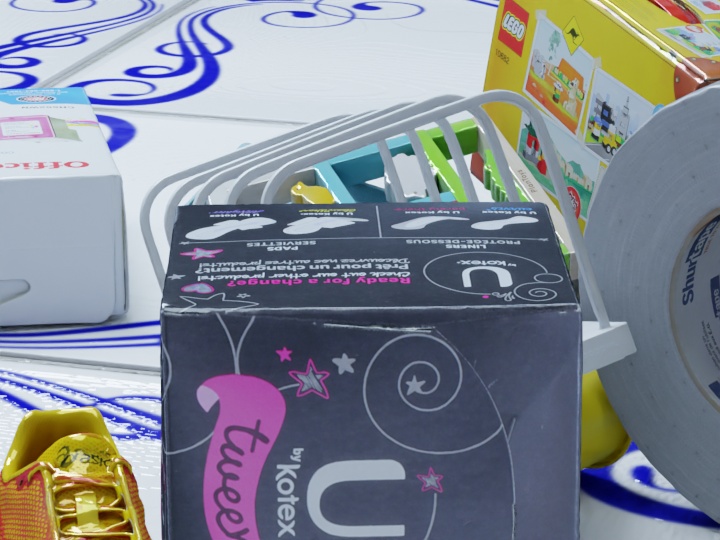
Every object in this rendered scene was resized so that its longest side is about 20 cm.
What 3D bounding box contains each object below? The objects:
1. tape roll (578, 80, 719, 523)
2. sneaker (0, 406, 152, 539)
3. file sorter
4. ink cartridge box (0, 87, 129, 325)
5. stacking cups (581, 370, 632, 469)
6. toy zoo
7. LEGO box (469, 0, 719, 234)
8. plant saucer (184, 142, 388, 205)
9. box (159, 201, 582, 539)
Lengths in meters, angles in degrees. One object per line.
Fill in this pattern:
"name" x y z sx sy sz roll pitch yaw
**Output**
"tape roll" 0.189 0.013 1.040 0.199 0.202 0.066 14 26 37
"sneaker" -0.110 0.108 0.950 0.073 0.078 0.200 -4 20 -18
"file sorter" 0.000 0.000 1.082 0.138 0.125 0.200 -21 7 -18
"ink cartridge box" -0.211 -0.038 1.392 0.144 0.085 0.200 -3 19 -11
"stacking cups" 0.036 0.085 1.051 0.060 0.061 0.199 14 24 38
"toy zoo" 0.003 -0.017 1.330 0.199 0.021 0.131 -16 42 -17
"LEGO box" 0.147 -0.079 1.352 0.077 0.150 0.200 -6 31 -27
"plant saucer" 0.005 -0.017 1.360 0.199 0.019 0.070 18 44 23
"box" 0.001 0.089 0.803 0.131 0.201 0.115 -1 16 -2
